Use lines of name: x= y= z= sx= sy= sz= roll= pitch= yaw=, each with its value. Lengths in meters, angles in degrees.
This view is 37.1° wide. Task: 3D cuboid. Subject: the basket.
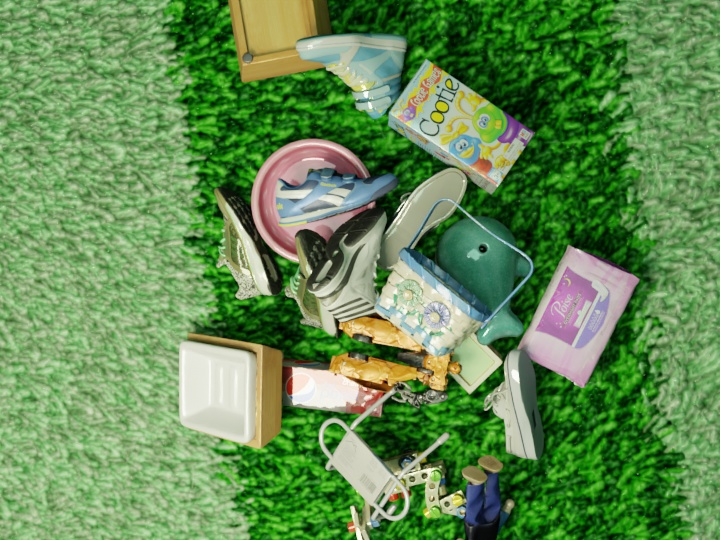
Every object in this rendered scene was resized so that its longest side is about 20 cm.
basket: x=0.133 y=0.019 z=1.572 sx=0.176 sy=0.139 sz=0.200 roll=37 pitch=94 yaw=15

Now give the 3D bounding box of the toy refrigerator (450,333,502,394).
toy refrigerator: x=0.131 y=0.097 z=1.711 sx=0.076 sy=0.070 sz=0.200 roll=-44 pitch=88 yaw=8

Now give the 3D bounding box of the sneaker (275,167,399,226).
sneaker: x=-0.040 y=-0.126 z=1.660 sx=0.200 sy=0.074 sz=0.082 roll=-15 pitch=91 yaw=6

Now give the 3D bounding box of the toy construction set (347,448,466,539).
toy construction set: x=0.068 y=0.363 z=1.733 sx=0.200 sy=0.092 sz=0.131 roll=-17 pitch=93 yaw=-4

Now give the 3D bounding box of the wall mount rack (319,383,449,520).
wall mount rack: x=0.035 y=0.281 z=1.657 sx=0.200 sy=0.075 sz=0.174 roll=43 pitch=113 yaw=28

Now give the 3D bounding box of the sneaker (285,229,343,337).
sneaker: x=-0.085 y=0.024 z=1.691 sx=0.089 sy=0.077 sz=0.200 roll=-1 pitch=126 yaw=21

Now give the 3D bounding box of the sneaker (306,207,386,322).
sneaker: x=0.000 y=0.000 z=1.646 sx=0.076 sy=0.201 sz=0.115 roll=-6 pitch=128 yaw=42

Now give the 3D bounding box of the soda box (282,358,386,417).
soda box: x=-0.058 y=0.187 z=1.740 sx=0.200 sy=0.063 sz=0.070 roll=6 pitch=97 yaw=5

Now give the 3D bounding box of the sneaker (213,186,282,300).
sneaker: x=-0.205 y=-0.038 z=1.738 sx=0.089 sy=0.077 sz=0.200 roll=-24 pitch=89 yaw=16

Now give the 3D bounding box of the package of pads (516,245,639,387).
package of pads: x=0.339 y=0.071 z=1.684 sx=0.120 sy=0.076 sz=0.200 roll=26 pitch=96 yaw=4

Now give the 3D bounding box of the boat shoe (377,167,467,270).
boat shoe: x=0.092 y=-0.085 z=1.702 sx=0.075 sy=0.062 sz=0.200 roll=33 pitch=103 yaw=-11

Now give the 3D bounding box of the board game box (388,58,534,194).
board game box: x=0.153 y=-0.220 z=1.661 sx=0.200 sy=0.105 sz=0.103 roll=34 pitch=88 yaw=2

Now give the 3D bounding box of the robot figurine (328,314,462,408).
robot figurine: x=0.059 y=0.131 z=1.658 sx=0.200 sy=0.058 sz=0.145 roll=12 pitch=85 yaw=8

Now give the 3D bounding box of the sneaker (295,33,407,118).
sneaker: x=-0.010 y=-0.299 z=1.652 sx=0.200 sy=0.080 sz=0.131 roll=-7 pitch=102 yaw=-34

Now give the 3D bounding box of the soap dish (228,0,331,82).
soap dish: x=-0.132 y=-0.411 z=1.693 sx=0.157 sy=0.081 sz=0.200 roll=-9 pitch=92 yaw=7

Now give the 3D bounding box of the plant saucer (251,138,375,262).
plant saucer: x=-0.073 y=-0.111 z=1.726 sx=0.200 sy=0.051 sz=0.201 roll=1 pitch=95 yaw=7

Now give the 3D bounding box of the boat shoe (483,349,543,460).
boat shoe: x=0.233 y=0.210 z=1.691 sx=0.086 sy=0.075 sz=0.202 roll=1 pitch=125 yaw=26

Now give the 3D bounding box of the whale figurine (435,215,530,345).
whale figurine: x=0.194 y=0.011 z=1.663 sx=0.159 sy=0.104 sz=0.200 roll=-14 pitch=78 yaw=-5

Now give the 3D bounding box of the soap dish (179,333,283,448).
soap dish: x=-0.204 y=0.185 z=1.698 sx=0.200 sy=0.081 sz=0.157 roll=5 pitch=95 yaw=47

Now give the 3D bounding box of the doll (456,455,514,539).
doll: x=0.197 y=0.394 z=1.710 sx=0.048 sy=0.136 sz=0.200 roll=24 pitch=125 yaw=40
